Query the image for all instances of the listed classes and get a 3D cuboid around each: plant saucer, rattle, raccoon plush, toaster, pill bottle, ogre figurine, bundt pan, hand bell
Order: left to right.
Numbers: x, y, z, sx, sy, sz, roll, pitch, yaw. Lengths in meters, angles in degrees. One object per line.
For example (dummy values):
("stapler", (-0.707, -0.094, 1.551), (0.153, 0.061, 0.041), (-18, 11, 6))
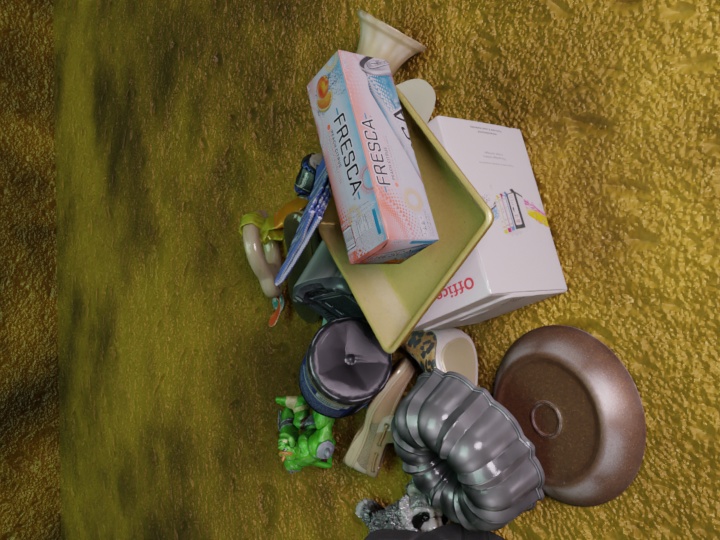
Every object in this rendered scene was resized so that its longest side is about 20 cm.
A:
("rattle", (-0.122, -0.017, 1.173), (0.130, 0.141, 0.202), (-151, 44, -82))
("ogre figurine", (-0.084, 0.257, 1.094), (0.199, 0.098, 0.121), (-24, 56, 35))
("pill bottle", (-0.028, 0.142, 0.927), (0.200, 0.111, 0.113), (118, 138, -68))
("hand bell", (-0.001, -0.235, 0.915), (0.104, 0.103, 0.201), (44, 114, 41))
("toaster", (0.000, 0.000, 0.905), (0.199, 0.113, 0.130), (-16, 44, 60))
("raccoon plush", (0.050, 0.324, 0.931), (0.199, 0.096, 0.136), (20, 100, 50))
("plant saucer", (0.047, -0.051, 0.703), (0.201, 0.048, 0.201), (-57, 49, 36))
("bundt pan", (0.112, 0.221, 0.786), (0.201, 0.075, 0.203), (36, 145, 30))
("plant saucer", (0.215, 0.163, 0.747), (0.199, 0.036, 0.203), (4, 95, 51))

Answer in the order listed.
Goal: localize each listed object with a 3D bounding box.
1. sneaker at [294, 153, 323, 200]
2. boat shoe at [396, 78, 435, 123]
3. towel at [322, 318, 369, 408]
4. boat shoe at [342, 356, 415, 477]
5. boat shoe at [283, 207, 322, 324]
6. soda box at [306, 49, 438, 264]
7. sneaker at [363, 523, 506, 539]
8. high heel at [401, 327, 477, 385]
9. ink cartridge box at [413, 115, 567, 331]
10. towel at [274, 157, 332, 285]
("sneaker", (-0.031, -0.113, 0.980), (0.200, 0.114, 0.081), (47, 128, 38))
("boat shoe", (0.026, -0.168, 0.901), (0.073, 0.063, 0.202), (36, 89, 0))
("towel", (-0.016, 0.094, 1.049), (0.146, 0.022, 0.202), (30, 116, 48))
("boat shoe", (0.039, 0.211, 0.960), (0.064, 0.071, 0.201), (29, 119, 8))
("boat shoe", (-0.077, -0.009, 1.088), (0.071, 0.066, 0.203), (19, 127, 35))
("soda box", (0.009, -0.108, 0.657), (0.063, 0.068, 0.202), (-31, 68, 47))
("sneaker", (0.100, 0.381, 0.833), (0.076, 0.198, 0.117), (-80, -11, -57))
("high heel", (0.083, 0.118, 0.891), (0.143, 0.071, 0.202), (-44, 55, 49))
("ink cartridge box", (0.116, -0.046, 0.772), (0.147, 0.143, 0.202), (-28, 70, 48))
("towel", (-0.052, -0.095, 0.806), (0.145, 0.024, 0.201), (-55, 14, 50))
